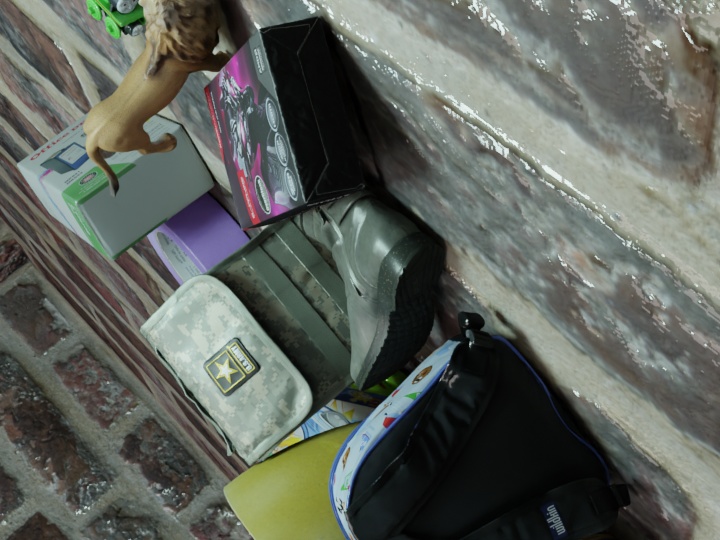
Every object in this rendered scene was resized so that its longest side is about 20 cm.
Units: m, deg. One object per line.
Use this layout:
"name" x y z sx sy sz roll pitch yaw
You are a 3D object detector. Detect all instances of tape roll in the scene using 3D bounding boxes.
"tape roll" -0.182 -0.012 1.416 0.200 0.066 0.200 44 163 18

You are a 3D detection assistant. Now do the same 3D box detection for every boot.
"boot" 0.000 0.000 0.967 0.131 0.068 0.200 46 147 26

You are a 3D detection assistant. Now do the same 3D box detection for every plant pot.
"plant pot" -0.003 0.219 1.050 0.200 0.142 0.200 46 175 5

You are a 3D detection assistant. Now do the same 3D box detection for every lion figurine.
"lion figurine" -0.172 -0.148 0.939 0.072 0.200 0.122 30 -173 8

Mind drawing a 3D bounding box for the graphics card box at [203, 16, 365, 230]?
"graphics card box" -0.063 -0.103 0.879 0.200 0.051 0.126 171 84 -70

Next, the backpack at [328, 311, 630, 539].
"backpack" 0.071 0.163 0.918 0.200 0.190 0.154 50 163 -3

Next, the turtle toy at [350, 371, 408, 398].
"turtle toy" 0.014 0.169 1.230 0.146 0.101 0.200 43 161 21

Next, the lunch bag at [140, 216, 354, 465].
"lunch bag" -0.078 0.058 1.065 0.164 0.200 0.118 50 164 4

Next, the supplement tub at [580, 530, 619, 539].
"supplement tub" 0.171 0.282 0.991 0.200 0.145 0.145 31 155 46

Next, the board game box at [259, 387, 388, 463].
"board game box" -0.001 0.186 1.146 0.199 0.034 0.136 10 109 17

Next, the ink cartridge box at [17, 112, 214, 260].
"ink cartridge box" -0.281 -0.110 1.325 0.200 0.145 0.088 27 151 54

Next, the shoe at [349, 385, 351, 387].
"shoe" -0.049 0.128 1.354 0.091 0.071 0.200 30 159 37

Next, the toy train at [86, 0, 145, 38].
"toy train" -0.269 -0.293 1.095 0.200 0.042 0.056 45 152 19
